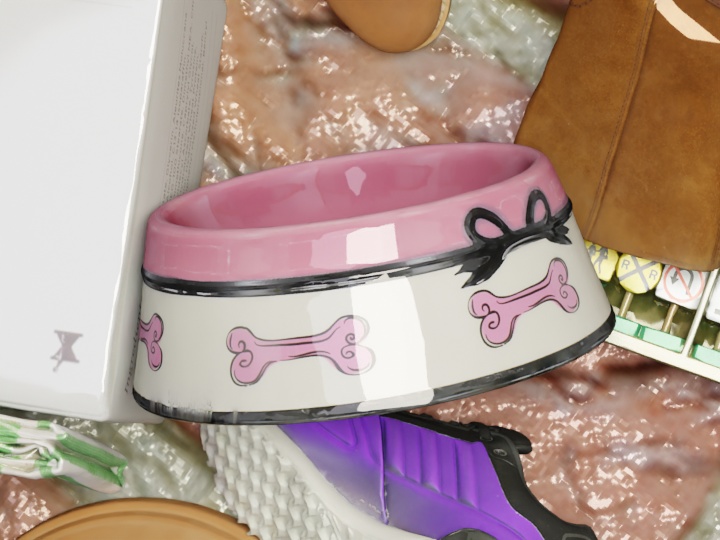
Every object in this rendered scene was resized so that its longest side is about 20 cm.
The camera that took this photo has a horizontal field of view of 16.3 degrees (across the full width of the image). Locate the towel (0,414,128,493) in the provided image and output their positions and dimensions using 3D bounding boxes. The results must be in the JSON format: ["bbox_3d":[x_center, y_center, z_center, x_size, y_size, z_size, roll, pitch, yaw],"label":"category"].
[{"bbox_3d":[-0.207,0.068,1.071,0.198,0.153,0.024,7,83,6],"label":"towel"}]

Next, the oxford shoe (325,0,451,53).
[{"bbox_3d":[-0.013,-0.166,1.062,0.071,0.072,0.201,-15,125,14],"label":"oxford shoe"}]

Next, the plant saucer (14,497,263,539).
[{"bbox_3d":[-0.099,0.201,1.108,0.198,0.037,0.202,-1,85,7],"label":"plant saucer"}]

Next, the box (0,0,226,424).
[{"bbox_3d":[-0.175,-0.045,1.086,0.197,0.131,0.202,8,87,7],"label":"box"}]

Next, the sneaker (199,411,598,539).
[{"bbox_3d":[0.020,0.093,1.089,0.200,0.070,0.099,36,52,27],"label":"sneaker"}]

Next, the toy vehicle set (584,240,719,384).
[{"bbox_3d":[0.189,-0.005,1.090,0.199,0.027,0.125,19,89,8],"label":"toy vehicle set"}]

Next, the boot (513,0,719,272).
[{"bbox_3d":[0.092,-0.120,1.053,0.187,0.068,0.201,23,119,18],"label":"boot"}]

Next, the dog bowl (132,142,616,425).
[{"bbox_3d":[0.000,0.000,1.021,0.199,0.200,0.074,-7,101,7],"label":"dog bowl"}]
